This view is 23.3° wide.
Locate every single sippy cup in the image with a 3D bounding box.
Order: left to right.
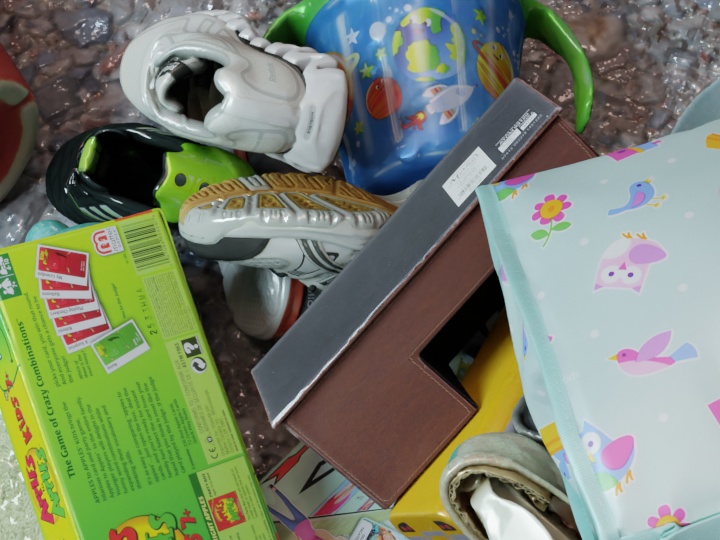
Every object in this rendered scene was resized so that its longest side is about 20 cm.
[{"bbox_3d":[0.037,-0.098,1.006,0.176,0.139,0.132,-20,61,23],"label":"sippy cup"}]

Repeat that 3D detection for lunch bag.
[{"bbox_3d":[0.152,0.036,0.724,0.169,0.123,0.201,-17,39,1],"label":"lunch bag"}]

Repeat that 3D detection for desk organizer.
[{"bbox_3d":[0.044,0.012,0.854,0.200,0.077,0.072,-48,20,5],"label":"desk organizer"}]

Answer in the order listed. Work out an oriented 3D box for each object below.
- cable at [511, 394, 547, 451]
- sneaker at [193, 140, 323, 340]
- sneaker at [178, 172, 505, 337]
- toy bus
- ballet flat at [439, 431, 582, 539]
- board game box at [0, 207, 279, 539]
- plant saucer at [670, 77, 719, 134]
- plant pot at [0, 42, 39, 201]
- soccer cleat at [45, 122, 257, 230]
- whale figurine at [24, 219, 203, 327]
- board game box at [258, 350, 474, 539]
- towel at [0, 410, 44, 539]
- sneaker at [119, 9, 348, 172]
[{"bbox_3d":[0.167,0.039,0.820,0.198,0.051,0.098,-4,41,2],"label":"cable"},{"bbox_3d":[-0.049,-0.035,1.027,0.081,0.077,0.201,4,46,-27],"label":"sneaker"},{"bbox_3d":[0.000,0.000,0.921,0.198,0.089,0.076,3,21,-19],"label":"sneaker"},{"bbox_3d":[0.098,0.061,0.882,0.078,0.065,0.201,39,65,-17],"label":"toy bus"},{"bbox_3d":[0.109,0.149,0.760,0.200,0.062,0.068,39,104,16],"label":"ballet flat"},{"bbox_3d":[-0.117,0.080,0.866,0.101,0.048,0.202,-16,81,-31],"label":"board game box"},{"bbox_3d":[0.268,-0.037,0.986,0.199,0.039,0.203,-4,58,7],"label":"plant saucer"},{"bbox_3d":[-0.297,-0.113,1.037,0.200,0.201,0.177,-41,71,-16],"label":"plant pot"},{"bbox_3d":[-0.135,-0.057,0.994,0.199,0.081,0.068,10,81,50],"label":"soccer cleat"},{"bbox_3d":[-0.189,0.032,0.971,0.198,0.104,0.161,1,59,8],"label":"whale figurine"},{"bbox_3d":[0.015,0.136,0.923,0.134,0.029,0.200,37,70,27],"label":"board game box"},{"bbox_3d":[-0.206,0.120,0.904,0.147,0.036,0.202,-15,84,15],"label":"towel"},{"bbox_3d":[-0.088,-0.104,0.954,0.080,0.076,0.199,2,11,-35],"label":"sneaker"}]
